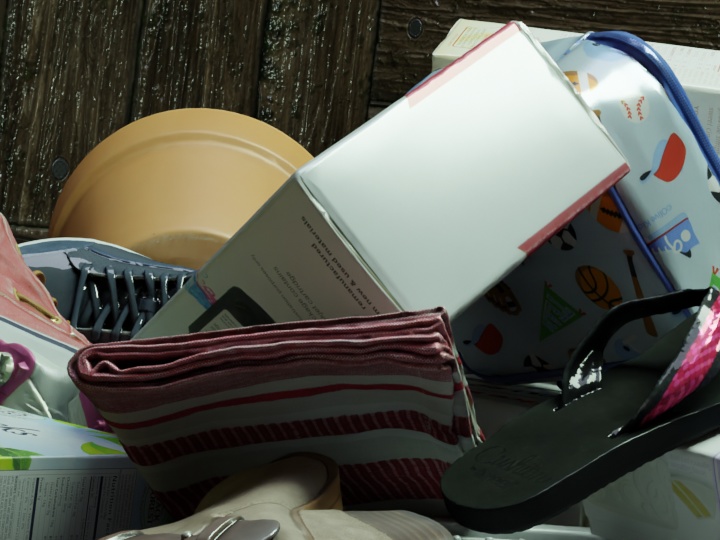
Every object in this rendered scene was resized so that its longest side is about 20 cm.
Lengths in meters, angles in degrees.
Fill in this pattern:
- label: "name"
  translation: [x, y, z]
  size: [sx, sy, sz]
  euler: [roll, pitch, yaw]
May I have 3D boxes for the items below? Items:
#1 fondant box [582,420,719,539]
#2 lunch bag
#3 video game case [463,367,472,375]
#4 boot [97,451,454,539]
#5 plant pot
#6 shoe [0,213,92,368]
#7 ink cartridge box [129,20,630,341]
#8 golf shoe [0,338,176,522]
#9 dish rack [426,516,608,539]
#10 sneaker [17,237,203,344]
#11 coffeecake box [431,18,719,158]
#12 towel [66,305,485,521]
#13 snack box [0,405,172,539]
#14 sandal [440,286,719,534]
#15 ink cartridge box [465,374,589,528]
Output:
- label: "fondant box"
  translation: [0.206, 0.059, 1.002]
  size: [0.199, 0.059, 0.144]
  euler: [-26, 21, -30]
- label: "lunch bag"
  translation: [0.089, -0.021, 1.122]
  size: [0.075, 0.161, 0.199]
  euler: [-41, 17, -28]
- label: "video game case"
  translation: [-0.006, 0.066, 1.335]
  size: [0.181, 0.024, 0.200]
  euler: [-8, -10, -27]
- label: "boot"
  translation: [-0.064, 0.112, 0.886]
  size: [0.145, 0.071, 0.199]
  euler: [-8, -1, -32]
- label: "plant pot"
  translation: [-0.101, 0.016, 1.492]
  size: [0.198, 0.202, 0.140]
  euler: [7, 19, -3]
- label: "shoe"
  translation: [-0.175, 0.030, 1.280]
  size: [0.071, 0.092, 0.200]
  euler: [-28, -37, 26]
- label: "ink cartridge box"
  translation: [0.000, 0.000, 1.038]
  size: [0.146, 0.083, 0.200]
  euler: [-38, -3, -37]
- label: "golf shoe"
  translation: [-0.115, 0.085, 1.164]
  size: [0.199, 0.076, 0.091]
  euler: [20, -5, 41]
- label: "dish rack"
  translation: [0.112, 0.136, 0.977]
  size: [0.198, 0.044, 0.172]
  euler: [6, 4, -16]
- label: "sneaker"
  translation: [-0.106, 0.016, 1.330]
  size: [0.201, 0.078, 0.146]
  euler: [11, -12, -14]
- label: "coffeecake box"
  translation: [0.134, -0.033, 1.229]
  size: [0.198, 0.155, 0.073]
  euler: [9, 22, 12]
- label: "towel"
  translation: [-0.023, 0.069, 0.977]
  size: [0.143, 0.023, 0.200]
  euler: [-6, -25, 7]
- label: "snack box"
  translation: [-0.197, 0.087, 1.076]
  size: [0.199, 0.053, 0.142]
  euler: [10, 3, 41]
- label: "sandal"
  translation: [0.113, 0.040, 0.961]
  size: [0.199, 0.045, 0.075]
  euler: [-28, 22, -31]
- label: "ink cartridge box"
  translation: [0.093, 0.100, 1.198]
  size: [0.143, 0.085, 0.199]
  euler: [8, 3, 32]
